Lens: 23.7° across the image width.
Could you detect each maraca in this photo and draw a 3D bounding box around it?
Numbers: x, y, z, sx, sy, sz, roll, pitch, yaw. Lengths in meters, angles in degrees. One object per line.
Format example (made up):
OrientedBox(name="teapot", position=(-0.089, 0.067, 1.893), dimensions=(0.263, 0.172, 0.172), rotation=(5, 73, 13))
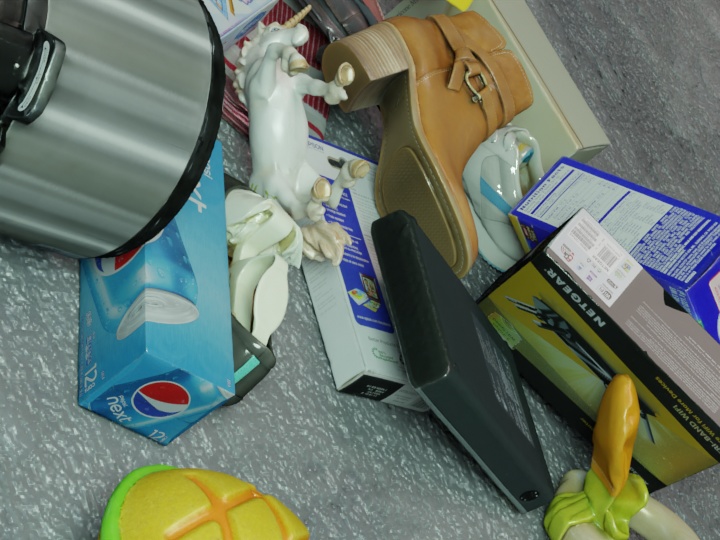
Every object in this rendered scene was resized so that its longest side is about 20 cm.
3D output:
OrientedBox(name="maraca", position=(-0.056, 0.181, 0.880), dimensions=(0.200, 0.107, 0.138), rotation=(44, 31, -17))

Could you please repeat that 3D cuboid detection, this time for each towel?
OrientedBox(name="towel", position=(-0.073, -0.167, 1.298), dimensions=(0.144, 0.023, 0.201), rotation=(40, 32, -24))

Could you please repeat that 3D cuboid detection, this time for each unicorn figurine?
OrientedBox(name="unicorn figurine", position=(-0.048, -0.105, 1.165), dimensions=(0.073, 0.137, 0.202), rotation=(12, 81, -28))

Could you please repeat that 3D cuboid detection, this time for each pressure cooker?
OrientedBox(name="pressure cooker", position=(-0.192, -0.107, 0.916), dimensions=(0.199, 0.175, 0.180), rotation=(19, 48, -43))

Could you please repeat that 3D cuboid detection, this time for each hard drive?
OrientedBox(name="hard drive", position=(0.072, 0.065, 1.184), dimensions=(0.200, 0.033, 0.141), rotation=(51, 20, -50))

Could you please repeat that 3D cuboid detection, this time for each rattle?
OrientedBox(name="rattle", position=(0.244, 0.177, 1.236), dimensions=(0.199, 0.144, 0.130), rotation=(27, 6, 8))

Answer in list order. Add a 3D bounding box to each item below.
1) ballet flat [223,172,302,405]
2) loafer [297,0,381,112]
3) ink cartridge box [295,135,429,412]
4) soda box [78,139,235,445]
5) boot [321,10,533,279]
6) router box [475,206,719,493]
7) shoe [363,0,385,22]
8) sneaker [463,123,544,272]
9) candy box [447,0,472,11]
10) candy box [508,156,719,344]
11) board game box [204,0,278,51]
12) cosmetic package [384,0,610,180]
OrientedBox(name="ballet flat", position=(-0.069, 0.000, 1.084), dimensions=(0.068, 0.068, 0.201), rotation=(39, 33, -34))
OrientedBox(name="loafer", position=(-0.020, -0.189, 1.341), dimensions=(0.201, 0.063, 0.072), rotation=(63, -3, 5))
OrientedBox(name="ink cartridge box", position=(0.000, 0.000, 1.217), dimensions=(0.094, 0.037, 0.202), rotation=(18, 48, -46))
OrientedBox(name="soda box", position=(-0.122, -0.003, 1.018), dimensions=(0.068, 0.064, 0.201), rotation=(30, 37, -35))
OrientedBox(name="boot", position=(0.071, -0.100, 1.272), dimensions=(0.154, 0.077, 0.201), rotation=(-19, 73, -41))
OrientedBox(name="router box", position=(0.186, 0.064, 1.256), dimensions=(0.200, 0.157, 0.052), rotation=(45, 64, 1))
OrientedBox(name="shoe", position=(-0.015, -0.275, 1.408), dimensions=(0.201, 0.091, 0.071), rotation=(56, 17, 6))
OrientedBox(name="sneaker", position=(0.099, -0.100, 1.414), dimensions=(0.201, 0.081, 0.076), rotation=(55, 32, 3))
OrientedBox(name="candy box", position=(0.003, -0.274, 1.330), dimensions=(0.199, 0.026, 0.102), rotation=(33, 16, -13))
OrientedBox(name="candy box", position=(0.224, 0.020, 1.314), dimensions=(0.199, 0.077, 0.170), rotation=(28, -26, 50))
OrientedBox(name="board game box", position=(-0.170, -0.216, 1.164), dimensions=(0.200, 0.041, 0.200), rotation=(45, 32, -2))
OrientedBox(name="cosmetic package", position=(0.116, -0.163, 1.481), dimensions=(0.073, 0.103, 0.201), rotation=(-14, 70, -57))
